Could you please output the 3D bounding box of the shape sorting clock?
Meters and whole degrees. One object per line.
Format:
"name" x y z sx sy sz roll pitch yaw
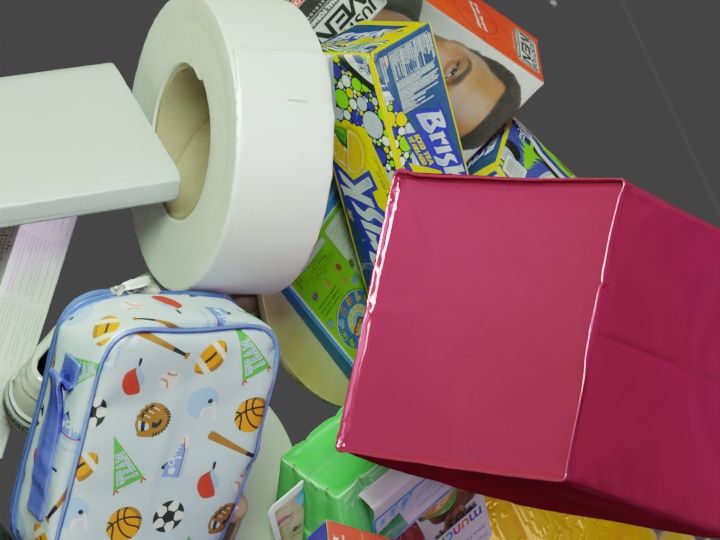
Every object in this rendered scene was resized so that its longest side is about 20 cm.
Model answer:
"shape sorting clock" 0.000 0.000 1.791 0.200 0.039 0.201 4 83 -40

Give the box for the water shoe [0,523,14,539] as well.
"water shoe" -0.280 0.193 1.676 0.079 0.072 0.200 -31 108 7

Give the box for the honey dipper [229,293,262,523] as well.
"honey dipper" -0.078 0.080 1.734 0.038 0.038 0.200 16 63 -25

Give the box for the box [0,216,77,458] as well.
"box" -0.236 0.027 1.694 0.041 0.039 0.201 19 84 -27

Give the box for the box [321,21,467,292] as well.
"box" 0.028 -0.067 1.721 0.064 0.070 0.200 -31 116 -38

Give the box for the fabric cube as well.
"fabric cube" 0.134 0.053 1.642 0.199 0.196 0.201 21 78 -46

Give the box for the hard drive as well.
"hard drive" -0.235 -0.079 1.649 0.200 0.132 0.026 -10 134 -25

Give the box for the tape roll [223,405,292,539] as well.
"tape roll" -0.138 0.162 1.748 0.202 0.037 0.203 -1 93 -27

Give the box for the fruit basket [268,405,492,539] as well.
"fruit basket" 0.022 0.182 1.774 0.185 0.094 0.200 -37 132 -25

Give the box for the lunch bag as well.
"lunch bag" -0.144 0.102 1.623 0.160 0.076 0.200 0 114 -38

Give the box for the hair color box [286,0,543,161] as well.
"hair color box" 0.023 -0.167 1.776 0.200 0.061 0.102 31 120 -23

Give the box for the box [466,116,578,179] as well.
"box" 0.149 -0.017 1.852 0.200 0.070 0.064 43 40 -20

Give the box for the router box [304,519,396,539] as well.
"router box" -0.001 0.265 1.733 0.179 0.200 0.049 21 42 -29

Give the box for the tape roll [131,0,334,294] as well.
"tape roll" -0.089 -0.085 1.672 0.071 0.202 0.203 2 91 -26

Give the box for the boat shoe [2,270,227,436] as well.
"boat shoe" -0.158 0.040 1.689 0.200 0.066 0.072 -29 74 -38
